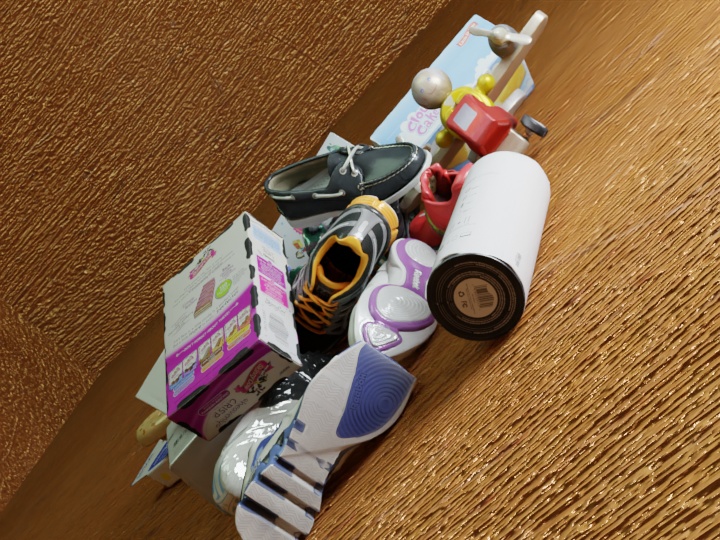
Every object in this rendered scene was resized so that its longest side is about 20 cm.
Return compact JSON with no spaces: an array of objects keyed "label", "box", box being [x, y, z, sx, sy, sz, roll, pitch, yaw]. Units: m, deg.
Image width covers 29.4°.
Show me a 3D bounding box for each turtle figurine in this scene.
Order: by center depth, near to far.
[{"label":"turtle figurine","box":[0.000,0.000,1.510,0.149,0.101,0.200,0,17,19]}]

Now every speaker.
[{"label":"speaker","box":[0.110,-0.026,1.142,0.081,0.081,0.200,-44,11,29]}]

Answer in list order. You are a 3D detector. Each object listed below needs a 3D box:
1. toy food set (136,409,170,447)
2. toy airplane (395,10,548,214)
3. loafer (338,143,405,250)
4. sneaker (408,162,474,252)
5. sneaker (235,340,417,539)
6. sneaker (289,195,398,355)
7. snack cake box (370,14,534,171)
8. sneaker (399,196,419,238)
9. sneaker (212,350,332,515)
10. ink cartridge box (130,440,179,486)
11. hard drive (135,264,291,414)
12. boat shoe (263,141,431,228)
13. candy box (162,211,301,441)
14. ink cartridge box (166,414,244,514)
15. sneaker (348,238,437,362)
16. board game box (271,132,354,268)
[{"label":"toy food set","box":[-0.202,0.139,1.774,0.200,0.049,0.198,-44,12,30]},{"label":"toy airplane","box":[0.118,-0.173,1.486,0.200,0.141,0.199,-61,8,-33]},{"label":"loafer","box":[0.006,-0.081,1.501,0.072,0.063,0.200,-7,24,-3]},{"label":"sneaker","box":[0.091,-0.070,1.386,0.077,0.085,0.200,-51,10,-19]},{"label":"sneaker","box":[-0.047,0.146,1.186,0.200,0.080,0.115,-52,12,-8]},{"label":"sneaker","box":[-0.033,0.016,1.370,0.200,0.078,0.077,-64,-7,31]},{"label":"snack cake box","box":[0.113,-0.190,1.641,0.200,0.067,0.115,-50,-30,-7]},{"label":"sneaker","box":[0.006,-0.047,1.725,0.200,0.071,0.098,-44,13,35]},{"label":"sneaker","box":[-0.084,0.157,1.355,0.200,0.072,0.073,-52,2,-36]},{"label":"ink cartridge box","box":[-0.205,0.194,1.838,0.200,0.047,0.198,-42,13,44]},{"label":"hard drive","box":[-0.162,0.069,1.496,0.200,0.025,0.132,-59,29,-10]},{"label":"boat shoe","box":[-0.018,-0.097,1.442,0.199,0.060,0.076,-20,37,33]},{"label":"candy box","box":[-0.134,0.054,1.386,0.136,0.061,0.200,-39,36,22]},{"label":"ink cartridge box","box":[-0.137,0.166,1.509,0.147,0.083,0.200,-49,10,-2]},{"label":"sneaker","box":[0.029,0.049,1.304,0.100,0.075,0.200,-59,-1,29]},{"label":"board game box","box":[-0.064,-0.072,1.790,0.201,0.064,0.148,-61,-1,-3]}]
